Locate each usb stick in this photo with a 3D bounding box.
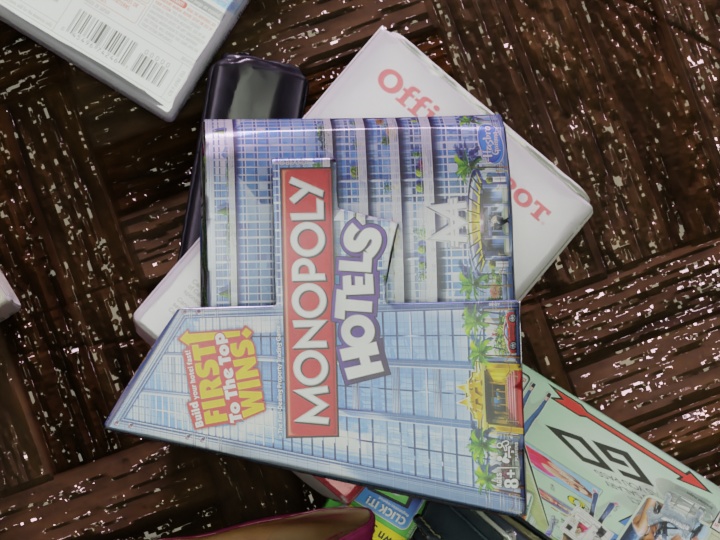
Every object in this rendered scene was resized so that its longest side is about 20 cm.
[{"bbox_3d":[-0.069,-0.018,1.303,0.055,0.033,0.200,10,84,-9],"label":"usb stick"}]

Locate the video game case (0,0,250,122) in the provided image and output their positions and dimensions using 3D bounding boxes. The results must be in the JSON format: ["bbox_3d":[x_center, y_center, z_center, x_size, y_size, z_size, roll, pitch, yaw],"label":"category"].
[{"bbox_3d":[-0.140,-0.208,1.322,0.200,0.024,0.182,31,84,1],"label":"video game case"}]

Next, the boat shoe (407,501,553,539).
[{"bbox_3d":[0.119,0.169,1.248,0.200,0.075,0.062,28,95,9],"label":"boat shoe"}]

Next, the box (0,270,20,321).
[{"bbox_3d":[-0.280,0.040,1.262,0.200,0.082,0.068,-32,88,-4],"label":"box"}]

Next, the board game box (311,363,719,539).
[{"bbox_3d":[0.093,0.133,1.299,0.200,0.029,0.135,32,83,0],"label":"board game box"}]

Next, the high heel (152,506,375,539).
[{"bbox_3d":[-0.090,0.145,1.220,0.096,0.200,0.067,-58,46,29],"label":"high heel"}]

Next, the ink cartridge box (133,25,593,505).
[{"bbox_3d":[0.000,0.000,1.250,0.148,0.086,0.200,41,81,0],"label":"ink cartridge box"}]

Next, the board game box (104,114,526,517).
[{"bbox_3d":[-0.025,0.022,1.173,0.200,0.062,0.200,-2,85,-6],"label":"board game box"}]
